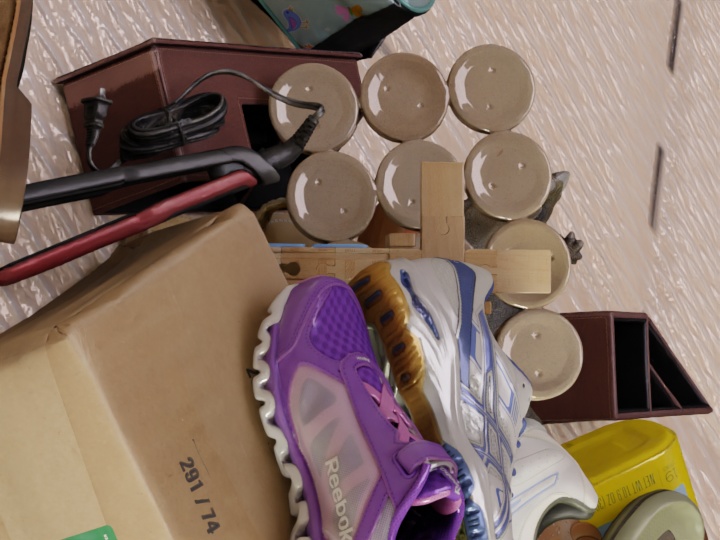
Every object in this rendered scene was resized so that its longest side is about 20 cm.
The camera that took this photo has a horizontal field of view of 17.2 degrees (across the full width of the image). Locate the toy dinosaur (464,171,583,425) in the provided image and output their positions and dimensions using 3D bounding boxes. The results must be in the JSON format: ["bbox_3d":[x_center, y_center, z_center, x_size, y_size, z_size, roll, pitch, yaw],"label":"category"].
[{"bbox_3d":[0.080,0.026,1.398,0.102,0.077,0.200,-14,119,-56],"label":"toy dinosaur"}]

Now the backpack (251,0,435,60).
[{"bbox_3d":[-0.030,-0.245,1.404,0.200,0.153,0.176,40,36,-21],"label":"backpack"}]

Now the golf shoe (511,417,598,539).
[{"bbox_3d":[0.052,0.165,1.283,0.097,0.078,0.200,38,72,6],"label":"golf shoe"}]

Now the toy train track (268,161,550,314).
[{"bbox_3d":[0.000,0.000,1.263,0.033,0.199,0.115,157,-66,-86],"label":"toy train track"}]

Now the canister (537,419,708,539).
[{"bbox_3d":[0.147,0.205,1.403,0.148,0.087,0.200,-23,105,-15],"label":"canister"}]

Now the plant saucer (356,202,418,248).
[{"bbox_3d":[0.031,0.040,1.391,0.200,0.037,0.201,-1,90,-72],"label":"plant saucer"}]

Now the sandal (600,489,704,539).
[{"bbox_3d":[0.139,0.206,1.298,0.201,0.057,0.080,-56,135,-21],"label":"sandal"}]

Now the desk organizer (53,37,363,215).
[{"bbox_3d":[-0.072,-0.078,1.321,0.200,0.072,0.077,-4,78,-57],"label":"desk organizer"}]

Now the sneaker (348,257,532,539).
[{"bbox_3d":[0.058,0.087,1.200,0.088,0.075,0.201,-10,84,-37],"label":"sneaker"}]

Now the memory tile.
[{"bbox_3d":[0.036,-0.021,1.293,0.017,0.153,0.201,135,-54,-77],"label":"memory tile"}]

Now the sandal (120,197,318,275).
[{"bbox_3d":[-0.040,-0.006,1.328,0.212,0.070,0.078,4,70,-56],"label":"sandal"}]

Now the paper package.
[{"bbox_3d":[-0.092,0.096,1.160,0.191,0.103,0.200,-38,105,-56],"label":"paper package"}]

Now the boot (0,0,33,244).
[{"bbox_3d":[-0.198,-0.098,1.147,0.075,0.074,0.200,7,43,-12],"label":"boot"}]

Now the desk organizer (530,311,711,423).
[{"bbox_3d":[0.161,0.062,1.539,0.200,0.077,0.072,4,84,-64],"label":"desk organizer"}]

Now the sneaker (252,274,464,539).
[{"bbox_3d":[0.007,0.094,1.133,0.080,0.088,0.201,17,58,-50],"label":"sneaker"}]

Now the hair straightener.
[{"bbox_3d":[-0.109,-0.059,1.190,0.200,0.041,0.077,-22,91,-21],"label":"hair straightener"}]
